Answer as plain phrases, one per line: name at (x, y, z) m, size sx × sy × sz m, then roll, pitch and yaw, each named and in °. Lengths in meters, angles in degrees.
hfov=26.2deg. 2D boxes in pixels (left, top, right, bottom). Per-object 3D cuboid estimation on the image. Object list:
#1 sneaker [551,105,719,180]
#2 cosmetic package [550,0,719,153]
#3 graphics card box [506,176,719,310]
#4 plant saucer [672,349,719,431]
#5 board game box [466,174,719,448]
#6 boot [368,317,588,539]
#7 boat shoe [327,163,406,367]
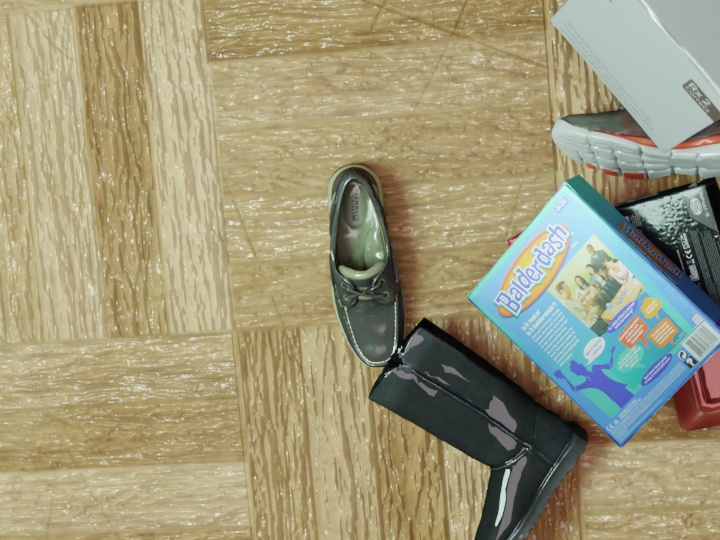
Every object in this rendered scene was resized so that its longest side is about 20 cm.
sneaker at (0.279, -0.134, 1.440) m, size 0.199 × 0.077 × 0.082 m, roll 6°, pitch 72°, yaw 7°
cosmetic package at (0.303, -0.238, 1.331) m, size 0.200 × 0.165 × 0.165 m, roll -40°, pitch 89°, yaw -12°
graphics card box at (0.249, 0.000, 1.434) m, size 0.199 × 0.051 × 0.126 m, roll -17°, pitch 94°, yaw 29°
plant saucer at (0.377, 0.040, 1.452) m, size 0.199 × 0.037 × 0.201 m, roll -13°, pitch 96°, yaw 11°
board game box at (0.217, 0.037, 1.404) m, size 0.200 × 0.045 × 0.152 m, roll 45°, pitch 117°, yaw 10°
boot at (0.093, 0.165, 1.482) m, size 0.200 × 0.066 × 0.165 m, roll 34°, pitch 89°, yaw -10°
boat shoe at (0.001, -0.001, 1.490) m, size 0.071 × 0.066 × 0.202 m, roll -6°, pitch 97°, yaw 7°
